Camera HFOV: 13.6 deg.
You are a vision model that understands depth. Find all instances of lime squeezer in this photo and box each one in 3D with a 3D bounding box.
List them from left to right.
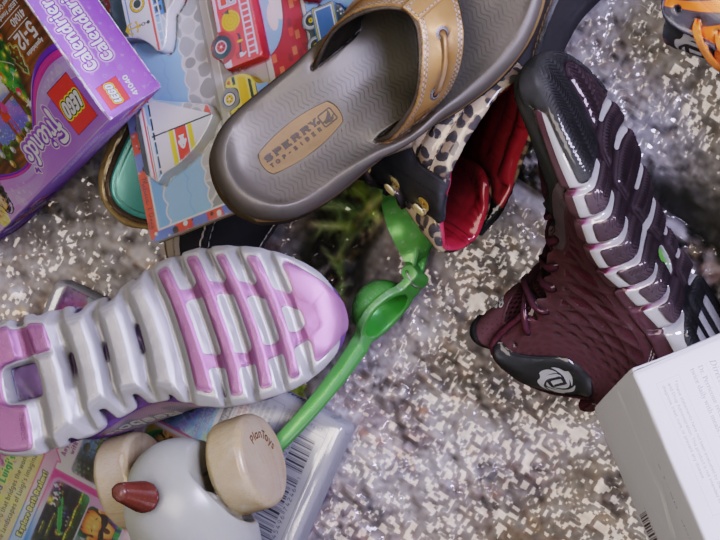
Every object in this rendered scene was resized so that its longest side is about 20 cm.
[{"bbox_3d":[0.000,0.000,1.537,0.070,0.038,0.201,9,85,4],"label":"lime squeezer"}]

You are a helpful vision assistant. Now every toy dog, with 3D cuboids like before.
[{"bbox_3d":[-0.078,0.165,1.507,0.132,0.096,0.201,-39,77,27],"label":"toy dog"}]

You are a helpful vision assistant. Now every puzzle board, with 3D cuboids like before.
[{"bbox_3d":[-0.061,-0.131,1.485,0.150,0.017,0.201,-20,72,24],"label":"puzzle board"}]

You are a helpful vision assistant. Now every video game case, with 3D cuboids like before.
[{"bbox_3d":[-0.120,0.133,1.591,0.181,0.024,0.201,26,98,18],"label":"video game case"}]

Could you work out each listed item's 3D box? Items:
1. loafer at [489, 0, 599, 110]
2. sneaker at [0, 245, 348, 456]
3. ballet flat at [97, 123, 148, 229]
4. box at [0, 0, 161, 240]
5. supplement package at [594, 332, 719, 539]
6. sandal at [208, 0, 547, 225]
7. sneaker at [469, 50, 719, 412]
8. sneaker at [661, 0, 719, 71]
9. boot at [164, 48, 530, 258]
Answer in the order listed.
[{"bbox_3d":[0.109,-0.162,1.495,0.072,0.073,0.201,15,99,12],"label":"loafer"},{"bbox_3d":[-0.097,0.041,1.526,0.199,0.088,0.081,-15,81,16],"label":"sneaker"},{"bbox_3d":[-0.079,-0.115,1.561,0.068,0.063,0.201,31,94,-6],"label":"ballet flat"},{"bbox_3d":[-0.190,-0.103,1.536,0.137,0.039,0.200,54,147,1],"label":"box"},{"bbox_3d":[0.233,0.085,1.371,0.199,0.151,0.153,-22,82,-6],"label":"supplement package"},{"bbox_3d":[0.010,-0.101,1.406,0.200,0.055,0.082,-38,77,-6],"label":"sandal"},{"bbox_3d":[0.092,-0.005,1.464,0.115,0.076,0.201,-17,116,27],"label":"sneaker"},{"bbox_3d":[0.198,-0.083,1.468,0.111,0.078,0.201,10,81,23],"label":"sneaker"},{"bbox_3d":[-0.005,-0.054,1.496,0.150,0.073,0.201,35,104,30],"label":"boot"}]
